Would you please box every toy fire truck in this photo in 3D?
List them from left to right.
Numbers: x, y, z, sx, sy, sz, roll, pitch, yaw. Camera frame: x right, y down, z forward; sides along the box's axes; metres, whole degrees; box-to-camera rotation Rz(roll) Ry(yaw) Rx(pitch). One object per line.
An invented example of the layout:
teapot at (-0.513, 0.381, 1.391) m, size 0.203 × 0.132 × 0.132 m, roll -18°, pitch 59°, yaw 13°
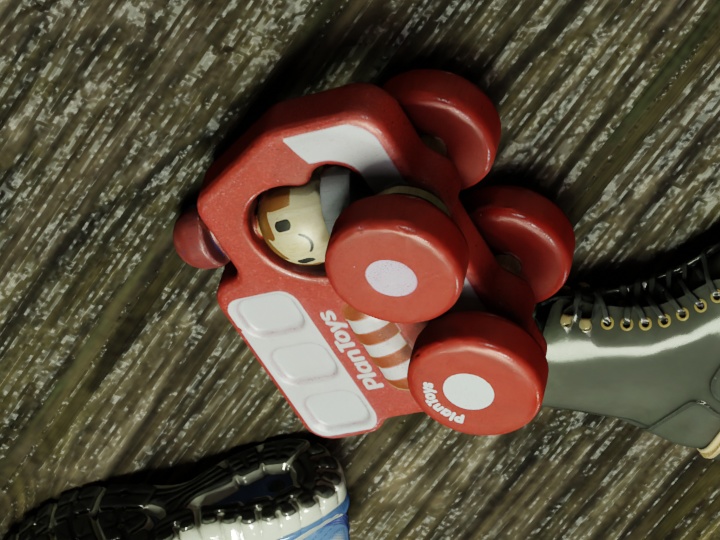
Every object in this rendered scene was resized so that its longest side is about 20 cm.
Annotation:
toy fire truck at (0.000, 0.000, 1.394) m, size 0.167 × 0.112 × 0.200 m, roll -14°, pitch 131°, yaw 28°

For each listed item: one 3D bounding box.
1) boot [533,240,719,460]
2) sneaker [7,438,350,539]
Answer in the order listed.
boot at (0.159, 0.011, 1.438) m, size 0.138 × 0.078 × 0.201 m, roll 12°, pitch 125°, yaw -10°
sneaker at (-0.098, 0.159, 1.519) m, size 0.199 × 0.079 × 0.089 m, roll -13°, pitch 127°, yaw 4°
